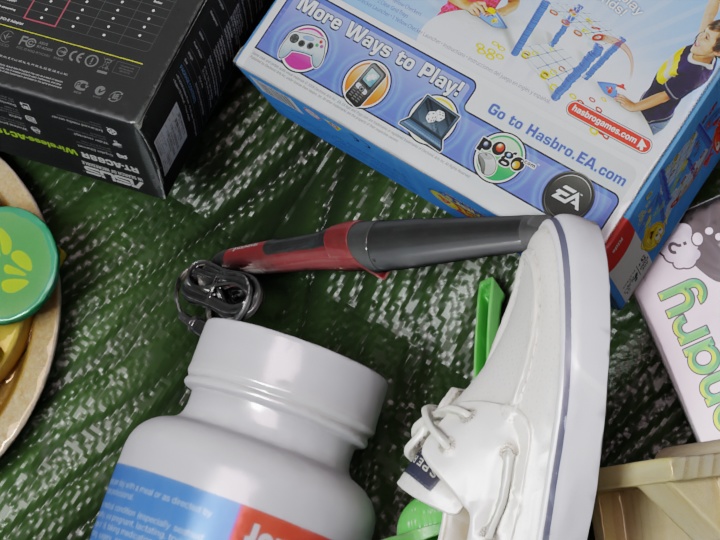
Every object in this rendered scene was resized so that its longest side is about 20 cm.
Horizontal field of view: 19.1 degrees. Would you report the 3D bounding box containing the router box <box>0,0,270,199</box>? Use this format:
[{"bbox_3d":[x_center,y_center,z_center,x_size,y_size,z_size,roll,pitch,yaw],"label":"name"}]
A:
[{"bbox_3d":[-0.146,-0.131,0.959,0.198,0.062,0.151,17,64,18],"label":"router box"}]

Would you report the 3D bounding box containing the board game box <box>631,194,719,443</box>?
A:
[{"bbox_3d":[0.200,0.055,0.883,0.125,0.035,0.201,-24,73,5],"label":"board game box"}]

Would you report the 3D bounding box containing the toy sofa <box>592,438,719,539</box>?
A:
[{"bbox_3d":[0.148,0.166,0.826,0.097,0.083,0.202,-4,82,-28],"label":"toy sofa"}]

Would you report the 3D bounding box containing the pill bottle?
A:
[{"bbox_3d":[-0.059,0.127,0.875,0.111,0.112,0.202,16,80,14],"label":"pill bottle"}]

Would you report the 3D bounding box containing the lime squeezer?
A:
[{"bbox_3d":[0.033,0.083,0.867,0.037,0.200,0.071,-7,117,37],"label":"lime squeezer"}]

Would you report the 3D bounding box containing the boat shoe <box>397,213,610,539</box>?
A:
[{"bbox_3d":[0.050,0.076,0.810,0.069,0.071,0.202,8,91,-6],"label":"boat shoe"}]

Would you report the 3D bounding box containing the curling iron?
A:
[{"bbox_3d":[0.000,0.000,0.901,0.199,0.025,0.050,-11,62,35],"label":"curling iron"}]

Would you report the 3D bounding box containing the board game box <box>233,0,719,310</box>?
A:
[{"bbox_3d":[0.080,-0.117,0.921,0.199,0.056,0.197,32,83,28],"label":"board game box"}]

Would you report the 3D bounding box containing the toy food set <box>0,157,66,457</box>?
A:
[{"bbox_3d":[-0.230,0.016,0.970,0.199,0.049,0.199,30,83,17],"label":"toy food set"}]
